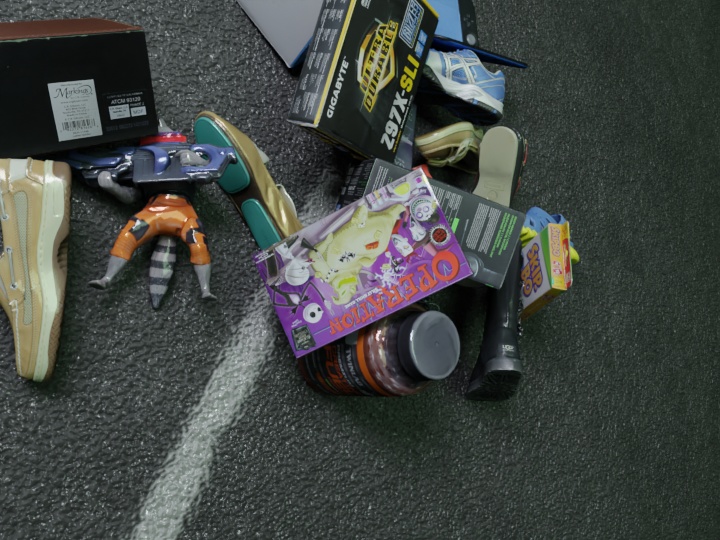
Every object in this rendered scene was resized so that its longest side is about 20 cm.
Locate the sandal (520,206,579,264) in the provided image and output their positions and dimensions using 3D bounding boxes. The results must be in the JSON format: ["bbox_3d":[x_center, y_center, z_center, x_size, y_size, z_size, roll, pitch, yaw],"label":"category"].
[{"bbox_3d":[0.286,-0.066,1.008,0.200,0.079,0.087,17,67,-42],"label":"sandal"}]

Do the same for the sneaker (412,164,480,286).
[{"bbox_3d":[0.127,-0.069,0.887,0.200,0.075,0.085,53,52,-20],"label":"sneaker"}]

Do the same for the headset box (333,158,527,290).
[{"bbox_3d":[0.078,-0.058,0.741,0.199,0.174,0.093,18,95,-13],"label":"headset box"}]

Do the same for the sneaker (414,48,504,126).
[{"bbox_3d":[0.118,-0.279,0.867,0.199,0.076,0.077,22,78,-18],"label":"sneaker"}]

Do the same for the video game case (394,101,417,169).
[{"bbox_3d":[0.020,-0.229,0.843,0.143,0.019,0.201,30,51,-29],"label":"video game case"}]

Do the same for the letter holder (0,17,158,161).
[{"bbox_3d":[-0.317,-0.175,0.569,0.200,0.142,0.101,-21,126,-34],"label":"letter holder"}]

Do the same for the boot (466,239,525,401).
[{"bbox_3d":[0.196,0.074,0.881,0.065,0.165,0.201,6,62,-3],"label":"boot"}]

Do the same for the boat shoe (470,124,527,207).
[{"bbox_3d":[0.201,-0.117,0.913,0.063,0.073,0.202,-25,132,-53],"label":"boat shoe"}]

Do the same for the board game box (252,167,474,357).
[{"bbox_3d":[0.000,-0.006,0.622,0.120,0.199,0.032,64,10,4],"label":"board game box"}]

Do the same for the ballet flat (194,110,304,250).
[{"bbox_3d":[-0.124,-0.099,0.716,0.063,0.068,0.201,-46,117,-43],"label":"ballet flat"}]

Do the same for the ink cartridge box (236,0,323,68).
[{"bbox_3d":[-0.040,-0.391,0.772,0.145,0.147,0.200,50,56,-8],"label":"ink cartridge box"}]

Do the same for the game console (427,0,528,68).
[{"bbox_3d":[0.146,-0.388,0.937,0.199,0.118,0.171,1,80,-37],"label":"game console"}]

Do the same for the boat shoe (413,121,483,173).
[{"bbox_3d":[0.139,-0.174,0.892,0.201,0.073,0.063,-17,94,-64],"label":"boat shoe"}]

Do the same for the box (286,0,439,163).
[{"bbox_3d":[0.009,-0.235,0.698,0.160,0.049,0.201,16,93,-58],"label":"box"}]

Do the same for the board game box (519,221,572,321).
[{"bbox_3d":[0.250,0.010,0.885,0.030,0.200,0.096,8,67,-10],"label":"board game box"}]

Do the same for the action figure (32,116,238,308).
[{"bbox_3d":[-0.229,-0.067,0.631,0.199,0.105,0.194,3,71,-7],"label":"action figure"}]

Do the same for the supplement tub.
[{"bbox_3d":[0.018,0.090,0.692,0.107,0.200,0.107,8,76,-35],"label":"supplement tub"}]

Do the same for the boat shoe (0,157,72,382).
[{"bbox_3d":[-0.303,0.001,0.540,0.076,0.072,0.201,3,95,-28],"label":"boat shoe"}]

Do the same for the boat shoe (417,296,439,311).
[{"bbox_3d":[0.068,0.053,0.825,0.075,0.062,0.201,34,61,-24],"label":"boat shoe"}]
